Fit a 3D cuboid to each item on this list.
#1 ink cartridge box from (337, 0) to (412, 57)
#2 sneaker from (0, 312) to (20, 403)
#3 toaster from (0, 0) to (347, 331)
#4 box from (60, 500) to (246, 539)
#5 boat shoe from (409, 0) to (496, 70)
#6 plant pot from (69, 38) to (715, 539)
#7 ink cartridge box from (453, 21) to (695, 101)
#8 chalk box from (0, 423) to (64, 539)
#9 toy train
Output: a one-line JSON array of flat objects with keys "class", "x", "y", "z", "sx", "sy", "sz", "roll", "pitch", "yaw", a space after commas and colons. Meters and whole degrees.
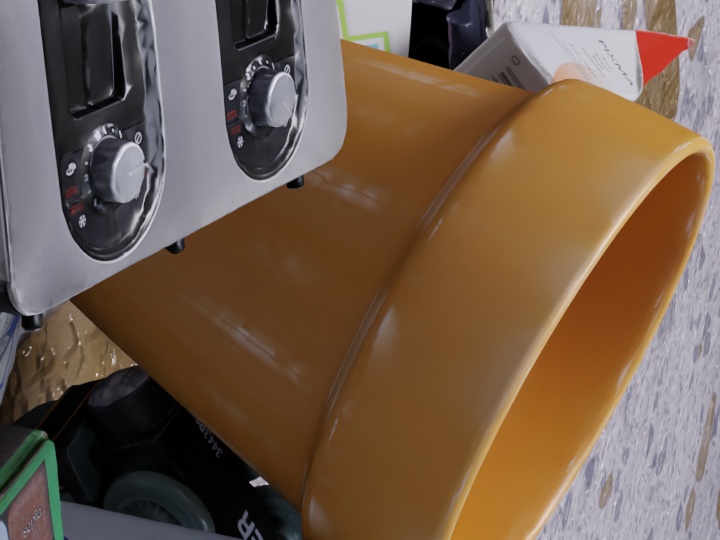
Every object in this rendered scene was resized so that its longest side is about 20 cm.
[{"class": "ink cartridge box", "x": -0.038, "y": -0.083, "z": 1.009, "sx": 0.104, "sy": 0.059, "sz": 0.200, "roll": -25, "pitch": 144, "yaw": -25}, {"class": "sneaker", "x": -0.150, "y": 0.046, "z": 0.832, "sx": 0.088, "sy": 0.075, "sz": 0.200, "roll": 75, "pitch": 27, "yaw": -57}, {"class": "toaster", "x": -0.124, "y": -0.074, "z": 0.708, "sx": 0.181, "sy": 0.200, "sz": 0.119, "roll": -30, "pitch": 126, "yaw": -56}, {"class": "box", "x": -0.111, "y": 0.175, "z": 0.825, "sx": 0.184, "sy": 0.200, "sz": 0.105, "roll": -62, "pitch": 153, "yaw": -43}, {"class": "boat shoe", "x": 0.015, "y": -0.074, "z": 1.124, "sx": 0.093, "sy": 0.075, "sz": 0.200, "roll": -69, "pitch": 173, "yaw": -48}, {"class": "plant pot", "x": 0.000, "y": 0.000, "z": 0.890, "sx": 0.200, "sy": 0.183, "sz": 0.200, "roll": -53, "pitch": 163, "yaw": -25}, {"class": "ink cartridge box", "x": 0.065, "y": -0.041, "z": 1.097, "sx": 0.162, "sy": 0.050, "sz": 0.200, "roll": -41, "pitch": 161, "yaw": 25}, {"class": "chalk box", "x": -0.153, "y": 0.116, "z": 0.673, "sx": 0.125, "sy": 0.200, "sz": 0.124, "roll": -53, "pitch": 147, "yaw": -53}, {"class": "toy train", "x": -0.069, "y": 0.126, "z": 0.977, "sx": 0.200, "sy": 0.114, "sz": 0.085, "roll": 61, "pitch": 36, "yaw": -22}]
